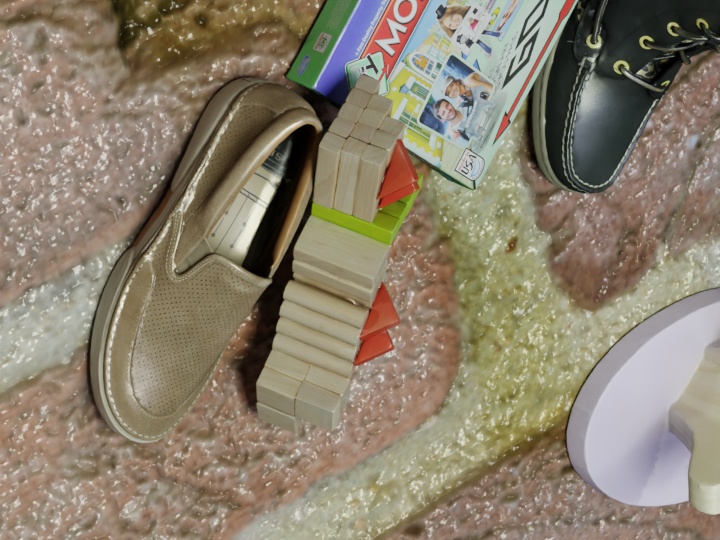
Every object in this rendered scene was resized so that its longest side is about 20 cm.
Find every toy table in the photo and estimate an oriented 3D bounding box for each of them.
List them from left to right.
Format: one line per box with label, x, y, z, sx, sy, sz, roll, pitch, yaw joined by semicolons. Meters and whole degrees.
toy table;0.239;0.092;1.586;0.199;0.117;0.185;-31;122;-24

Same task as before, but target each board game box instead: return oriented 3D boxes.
board game box;0.059;-0.161;1.419;0.134;0.029;0.201;29;89;-40

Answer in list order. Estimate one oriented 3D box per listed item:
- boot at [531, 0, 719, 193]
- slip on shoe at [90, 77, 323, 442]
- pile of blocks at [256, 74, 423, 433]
boot;0.179;-0.126;1.438;0.073;0.153;0.205;15;98;-38
slip on shoe;-0.075;-0.001;1.359;0.076;0.060;0.201;27;90;-39
pile of blocks;0.000;0.000;1.389;0.082;0.062;0.201;-50;159;-61
